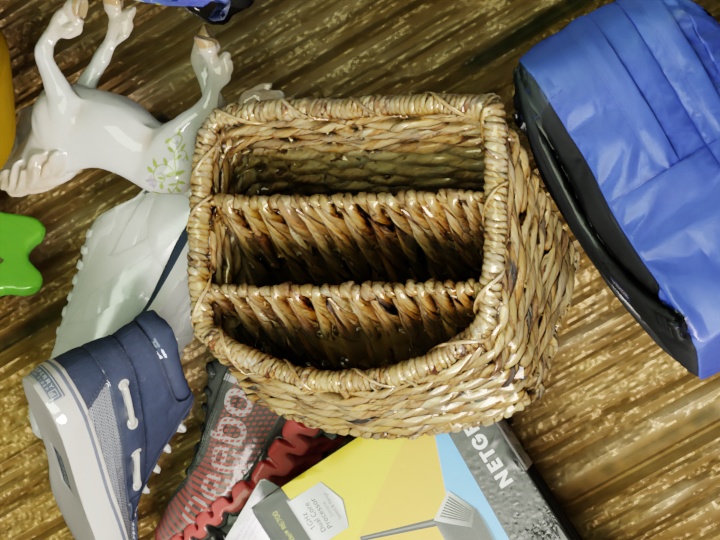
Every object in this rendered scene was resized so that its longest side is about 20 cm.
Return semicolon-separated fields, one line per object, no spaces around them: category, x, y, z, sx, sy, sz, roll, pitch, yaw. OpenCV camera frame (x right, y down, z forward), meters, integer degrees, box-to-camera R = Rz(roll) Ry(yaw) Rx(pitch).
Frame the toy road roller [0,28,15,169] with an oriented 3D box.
toy road roller;-0.258;-0.138;1.745;0.146;0.123;0.200;19;55;9

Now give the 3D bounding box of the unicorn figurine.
unicorn figurine;-0.150;-0.092;1.751;0.200;0.074;0.138;25;108;29

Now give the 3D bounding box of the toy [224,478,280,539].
toy;-0.003;0.218;1.774;0.200;0.047;0.115;30;92;-6

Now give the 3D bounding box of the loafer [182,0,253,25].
loafer;-0.152;-0.195;1.785;0.200;0.073;0.071;31;109;18

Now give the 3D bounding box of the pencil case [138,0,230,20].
pencil case;-0.098;-0.242;1.657;0.087;0.078;0.200;17;102;43

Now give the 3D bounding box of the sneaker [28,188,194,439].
sneaker;-0.144;0.017;1.806;0.080;0.076;0.200;42;101;21

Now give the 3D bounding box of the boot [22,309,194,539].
boot;-0.138;0.111;1.779;0.090;0.200;0.073;-29;56;-17

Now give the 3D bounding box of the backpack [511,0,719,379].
backpack;0.187;-0.063;1.659;0.168;0.163;0.200;-34;77;-5

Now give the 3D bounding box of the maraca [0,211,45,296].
maraca;-0.284;-0.029;1.804;0.200;0.107;0.137;36;69;20

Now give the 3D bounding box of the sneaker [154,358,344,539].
sneaker;-0.065;0.097;1.787;0.200;0.071;0.098;-47;70;22

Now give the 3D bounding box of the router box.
router box;0.054;0.178;1.700;0.149;0.051;0.200;-34;87;8

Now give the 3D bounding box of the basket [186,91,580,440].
basket;0.000;0.000;1.647;0.200;0.149;0.143;1;53;28
